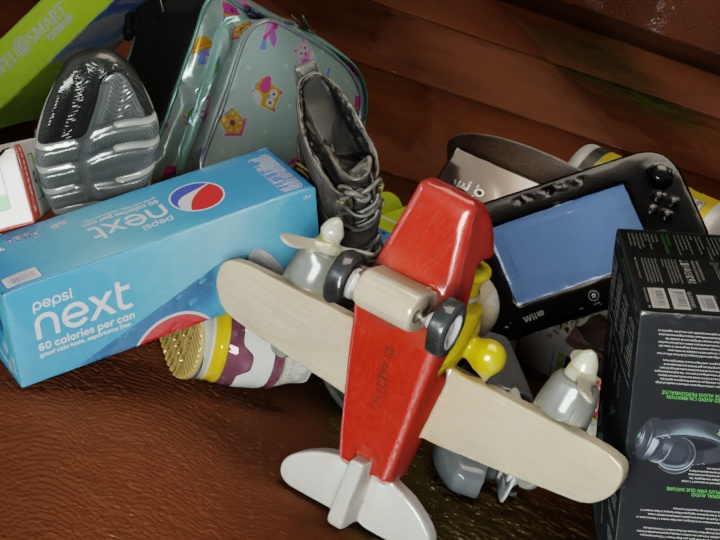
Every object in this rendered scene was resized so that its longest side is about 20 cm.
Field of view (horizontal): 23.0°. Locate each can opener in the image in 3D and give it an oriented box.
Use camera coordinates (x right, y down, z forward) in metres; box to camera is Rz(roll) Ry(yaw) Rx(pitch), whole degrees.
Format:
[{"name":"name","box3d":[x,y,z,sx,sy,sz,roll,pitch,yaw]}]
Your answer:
[{"name":"can opener","box3d":[0.082,0.089,1.161,0.066,0.053,0.200,18,17,-5]}]

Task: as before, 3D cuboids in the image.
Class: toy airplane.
[{"name":"toy airplane","box3d":[0.033,0.053,0.982,0.141,0.199,0.200,-42,105,-47]}]

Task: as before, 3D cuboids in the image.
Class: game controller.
[{"name":"game controller","box3d":[0.152,-0.016,1.287,0.200,0.042,0.104,-19,63,-8]}]

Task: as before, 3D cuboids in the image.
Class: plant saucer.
[{"name":"plant saucer","box3d":[0.153,-0.046,1.446,0.200,0.035,0.200,28,-11,6]}]

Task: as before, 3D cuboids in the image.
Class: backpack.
[{"name":"backpack","box3d":[-0.085,-0.118,1.383,0.153,0.176,0.200,16,-2,40]}]

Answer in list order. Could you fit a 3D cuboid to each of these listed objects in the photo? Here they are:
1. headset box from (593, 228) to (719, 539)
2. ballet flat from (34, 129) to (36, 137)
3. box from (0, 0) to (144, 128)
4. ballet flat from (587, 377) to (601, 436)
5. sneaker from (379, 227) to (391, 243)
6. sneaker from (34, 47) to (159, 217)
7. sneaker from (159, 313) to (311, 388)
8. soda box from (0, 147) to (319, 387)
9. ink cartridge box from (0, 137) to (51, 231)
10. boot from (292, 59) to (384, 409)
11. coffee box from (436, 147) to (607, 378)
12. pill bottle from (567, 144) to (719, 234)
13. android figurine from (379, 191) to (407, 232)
[{"name":"headset box","box3d":[0.191,0.095,1.041,0.093,0.200,0.174,4,16,3]},{"name":"ballet flat","box3d":[-0.214,-0.132,1.456,0.076,0.064,0.200,17,17,6]},{"name":"box","box3d":[-0.231,-0.190,1.414,0.048,0.200,0.122,52,22,1]},{"name":"ballet flat","box3d":[0.217,0.102,1.260,0.200,0.064,0.076,5,22,-43]},{"name":"sneaker","box3d":[0.000,0.000,1.282,0.089,0.079,0.200,3,28,-7]},{"name":"sneaker","box3d":[-0.169,-0.070,1.111,0.075,0.200,0.116,-9,39,-12]},{"name":"sneaker","box3d":[-0.086,0.017,1.164,0.090,0.075,0.200,12,28,-19]},{"name":"soda box","box3d":[-0.124,-0.004,1.048,0.200,0.068,0.064,-20,36,-23]},{"name":"ink cartridge box","box3d":[-0.246,-0.040,1.043,0.109,0.050,0.200,-14,8,-2]},{"name":"boot","box3d":[-0.004,-0.010,1.098,0.069,0.174,0.200,-20,63,-12]},{"name":"coffee box","box3d":[0.134,0.005,1.346,0.200,0.113,0.080,24,-27,14]},{"name":"pill bottle","box3d":[0.276,-0.028,1.639,0.200,0.114,0.114,28,18,20]},{"name":"android figurine","box3d":[0.073,-0.015,1.495,0.182,0.041,0.200,26,16,17]}]
